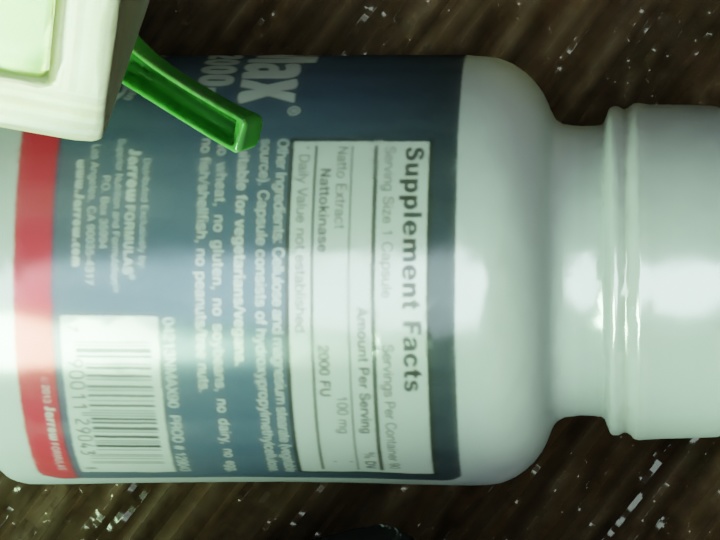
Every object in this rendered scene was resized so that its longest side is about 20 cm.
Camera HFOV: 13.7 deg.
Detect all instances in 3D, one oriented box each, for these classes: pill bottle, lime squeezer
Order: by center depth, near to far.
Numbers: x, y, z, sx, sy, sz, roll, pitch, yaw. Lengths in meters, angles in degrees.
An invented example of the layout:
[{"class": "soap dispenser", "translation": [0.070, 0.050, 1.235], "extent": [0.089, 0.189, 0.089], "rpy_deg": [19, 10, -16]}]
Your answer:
[{"class": "lime squeezer", "translation": [-0.104, -0.065, 0.773], "extent": [0.199, 0.071, 0.038], "rpy_deg": [20, 122, 18]}, {"class": "pill bottle", "translation": [0.000, 0.000, 0.821], "extent": [0.199, 0.120, 0.120], "rpy_deg": [0, 100, 4]}]

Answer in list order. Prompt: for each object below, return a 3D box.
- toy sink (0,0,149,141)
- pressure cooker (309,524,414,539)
[{"class": "toy sink", "translation": [-0.103, -0.147, 0.673], "extent": [0.130, 0.112, 0.201], "rpy_deg": [11, 119, -1]}, {"class": "pressure cooker", "translation": [-0.021, 0.188, 0.778], "extent": [0.178, 0.176, 0.201], "rpy_deg": [-25, 93, 12]}]
